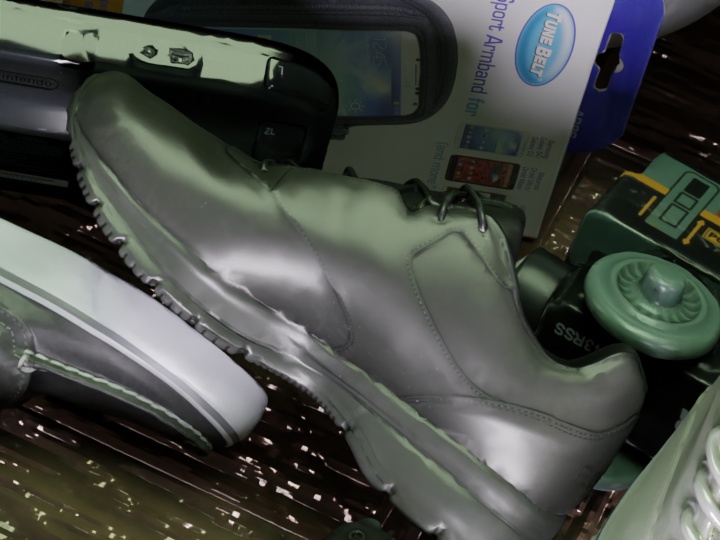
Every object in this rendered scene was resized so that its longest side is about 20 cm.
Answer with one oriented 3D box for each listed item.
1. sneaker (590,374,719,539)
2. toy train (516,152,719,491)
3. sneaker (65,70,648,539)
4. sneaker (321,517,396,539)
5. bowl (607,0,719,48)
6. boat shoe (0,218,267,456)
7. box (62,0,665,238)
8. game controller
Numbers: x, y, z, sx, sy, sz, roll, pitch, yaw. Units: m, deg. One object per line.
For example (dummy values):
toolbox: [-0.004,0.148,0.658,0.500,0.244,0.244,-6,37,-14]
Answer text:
sneaker: [0.108,0.058,0.697,0.073,0.071,0.200,24,70,19]
toy train: [0.142,0.040,0.807,0.200,0.085,0.114,29,39,13]
sneaker: [0.000,0.000,0.757,0.200,0.091,0.076,40,8,-3]
sneaker: [-0.024,0.110,0.716,0.199,0.060,0.104,27,49,4]
bowl: [0.069,-0.148,0.951,0.200,0.091,0.202,7,47,-8]
boat shoe: [-0.128,0.015,0.775,0.199,0.070,0.066,29,77,-2]
box: [-0.001,-0.073,0.846,0.199,0.119,0.042,10,47,-4]
game controller: [-0.108,-0.055,0.815,0.199,0.104,0.042,10,72,-5]
